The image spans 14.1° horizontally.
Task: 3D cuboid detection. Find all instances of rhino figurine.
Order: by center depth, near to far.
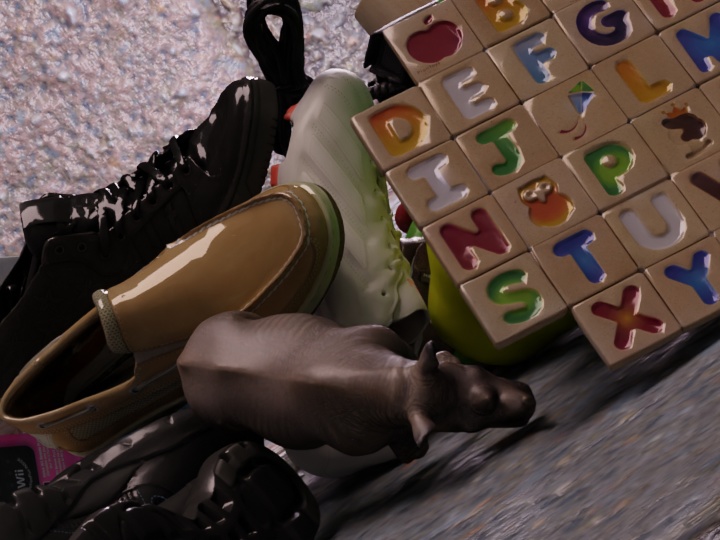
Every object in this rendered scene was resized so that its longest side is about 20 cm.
[{"bbox_3d":[0.000,0.052,1.263,0.199,0.060,0.087,4,-9,46],"label":"rhino figurine"}]

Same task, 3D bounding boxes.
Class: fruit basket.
[{"bbox_3d":[0.097,-0.044,1.343,0.155,0.217,0.216,-12,6,1],"label":"fruit basket"}]

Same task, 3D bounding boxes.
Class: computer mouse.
[{"bbox_3d":[0.037,-0.126,1.432,0.199,0.141,0.046,-14,50,7],"label":"computer mouse"}]

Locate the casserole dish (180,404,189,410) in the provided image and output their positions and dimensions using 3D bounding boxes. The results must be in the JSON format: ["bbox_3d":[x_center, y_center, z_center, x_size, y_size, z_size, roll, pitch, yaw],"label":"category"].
[{"bbox_3d":[-0.048,0.016,1.501,0.200,0.039,0.121,-55,0,-43],"label":"casserole dish"}]

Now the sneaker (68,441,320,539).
[{"bbox_3d":[-0.083,0.136,1.222,0.079,0.075,0.200,-43,-9,25],"label":"sneaker"}]

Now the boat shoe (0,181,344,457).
[{"bbox_3d":[-0.093,0.026,1.365,0.200,0.072,0.076,-42,-33,27],"label":"boat shoe"}]

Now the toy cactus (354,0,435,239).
[{"bbox_3d":[0.071,-0.095,1.526,0.200,0.165,0.102,-51,-11,13],"label":"toy cactus"}]

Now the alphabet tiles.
[{"bbox_3d":[0.097,-0.054,1.203,0.166,0.200,0.006,-27,-34,-8],"label":"alphabet tiles"}]

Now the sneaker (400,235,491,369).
[{"bbox_3d":[0.057,0.004,1.450,0.200,0.076,0.070,-36,5,-17],"label":"sneaker"}]

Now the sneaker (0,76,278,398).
[{"bbox_3d":[-0.121,-0.017,1.431,0.060,0.104,0.200,-105,36,-60],"label":"sneaker"}]

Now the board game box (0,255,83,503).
[{"bbox_3d":[-0.244,0.075,1.474,0.199,0.148,0.064,-4,-19,-26],"label":"board game box"}]

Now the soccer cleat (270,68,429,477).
[{"bbox_3d":[0.000,0.000,1.388,0.077,0.201,0.069,-5,-16,32],"label":"soccer cleat"}]

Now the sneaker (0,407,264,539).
[{"bbox_3d":[-0.112,0.123,1.336,0.200,0.082,0.073,-28,-2,-42],"label":"sneaker"}]

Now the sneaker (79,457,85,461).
[{"bbox_3d":[-0.164,0.175,1.368,0.200,0.078,0.099,-41,-9,-50],"label":"sneaker"}]
